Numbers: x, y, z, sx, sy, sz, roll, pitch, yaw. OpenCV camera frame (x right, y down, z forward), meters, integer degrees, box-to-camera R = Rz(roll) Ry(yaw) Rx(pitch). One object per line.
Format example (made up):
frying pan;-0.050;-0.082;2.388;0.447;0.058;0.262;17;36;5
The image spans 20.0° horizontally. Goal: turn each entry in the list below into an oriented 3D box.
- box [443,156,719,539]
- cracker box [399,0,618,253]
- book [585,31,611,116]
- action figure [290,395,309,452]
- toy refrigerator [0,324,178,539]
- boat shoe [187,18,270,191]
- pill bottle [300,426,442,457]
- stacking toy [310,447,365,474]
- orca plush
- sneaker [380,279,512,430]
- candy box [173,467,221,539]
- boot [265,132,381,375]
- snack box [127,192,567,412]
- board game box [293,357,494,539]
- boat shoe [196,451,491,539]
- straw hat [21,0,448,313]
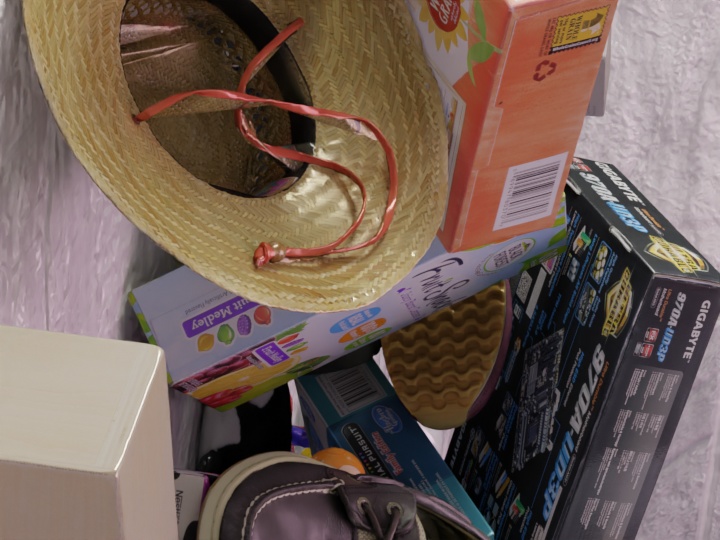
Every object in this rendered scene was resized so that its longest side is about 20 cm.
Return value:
box;0.110;0.060;1.061;0.159;0.046;0.202;-122;-135;-62
cracker box;0.027;-0.127;0.873;0.201;0.057;0.135;58;-29;35
book;0.043;-0.127;1.163;0.134;0.198;0.049;52;46;-80
action figure;-0.033;0.161;1.263;0.065;0.098;0.202;-72;164;-61
toy refrigerator;-0.106;0.115;0.727;0.070;0.075;0.201;-74;168;-49
boat shoe;-0.056;-0.091;0.974;0.201;0.060;0.076;89;11;-46
pill bottle;-0.002;0.184;1.439;0.201;0.113;0.115;-76;170;-45
stacking toy;-0.009;0.182;1.032;0.110;0.115;0.202;-103;-169;-68
orca plush;-0.056;0.141;1.143;0.105;0.070;0.202;59;39;-78
sneaker;0.048;0.000;1.121;0.090;0.074;0.202;66;21;-64
candy box;-0.089;0.161;0.951;0.200;0.060;0.138;46;51;-81
boot;-0.032;-0.045;1.145;0.211;0.079;0.159;-120;-162;-75
snack box;0.000;0.000;0.979;0.142;0.199;0.053;56;9;-80
board game box;0.027;0.164;1.138;0.151;0.047;0.201;54;-18;42
boat shoe;0.002;0.122;0.917;0.200;0.065;0.073;19;76;-59
straw hat;-0.066;-0.065;0.789;0.085;0.200;0.203;-27;-137;48
